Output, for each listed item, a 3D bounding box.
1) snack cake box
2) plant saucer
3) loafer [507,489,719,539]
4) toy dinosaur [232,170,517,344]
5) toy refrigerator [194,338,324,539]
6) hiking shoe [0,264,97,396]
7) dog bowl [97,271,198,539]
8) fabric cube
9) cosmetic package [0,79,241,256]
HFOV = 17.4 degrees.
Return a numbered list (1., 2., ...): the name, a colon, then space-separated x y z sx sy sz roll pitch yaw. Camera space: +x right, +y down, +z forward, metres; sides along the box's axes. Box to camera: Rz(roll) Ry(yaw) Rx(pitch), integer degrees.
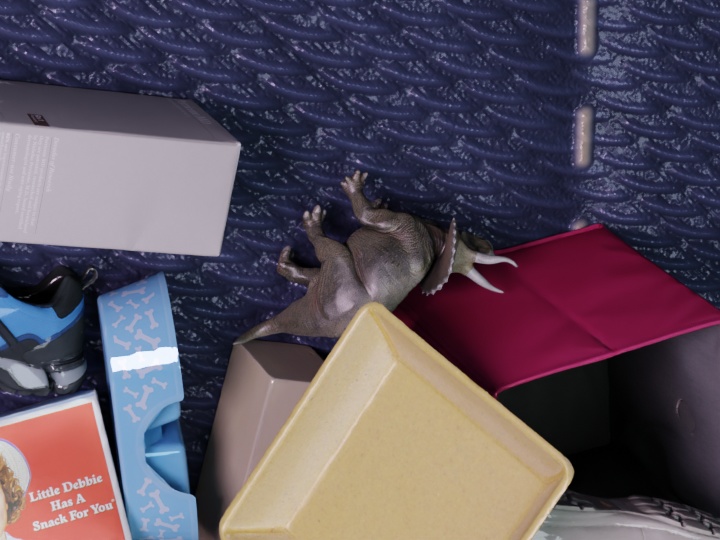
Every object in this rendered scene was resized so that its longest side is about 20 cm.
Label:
1. snack cake box: -0.264 0.161 1.589 0.198 0.067 0.116 -14 91 -16
2. plant saucer: 0.028 0.157 1.564 0.201 0.200 0.048 -56 150 9
3. loafer: 0.177 0.192 1.604 0.198 0.070 0.070 9 102 -18
4. toy dinosaur: 0.000 0.000 1.646 0.199 0.102 0.077 -29 148 -12
5. toy refrigerator: -0.071 0.158 1.701 0.069 0.076 0.202 7 107 -28
6. hiking shoe: -0.274 0.036 1.563 0.199 0.074 0.088 -1 105 -35
7. dog bowl: -0.148 0.101 1.624 0.049 0.112 0.202 -8 115 -7
8. fabric cube: 0.142 0.107 1.708 0.198 0.199 0.198 -15 118 -19
9. cosmetic package: -0.189 -0.069 1.531 0.198 0.107 0.091 0 111 -27
